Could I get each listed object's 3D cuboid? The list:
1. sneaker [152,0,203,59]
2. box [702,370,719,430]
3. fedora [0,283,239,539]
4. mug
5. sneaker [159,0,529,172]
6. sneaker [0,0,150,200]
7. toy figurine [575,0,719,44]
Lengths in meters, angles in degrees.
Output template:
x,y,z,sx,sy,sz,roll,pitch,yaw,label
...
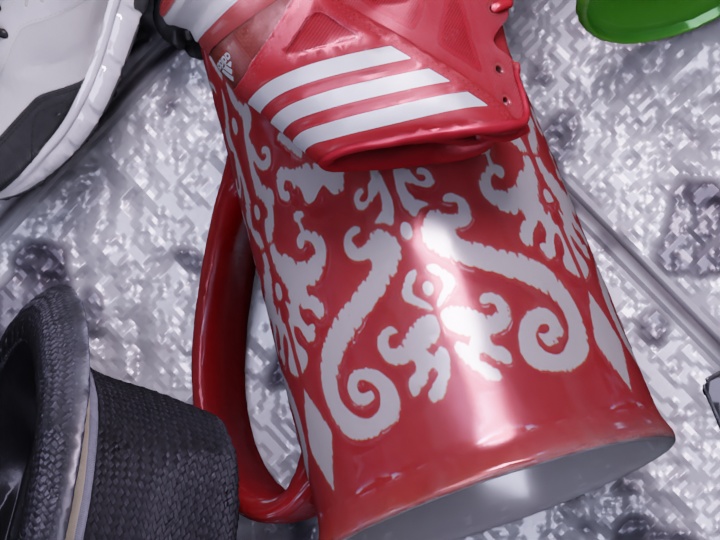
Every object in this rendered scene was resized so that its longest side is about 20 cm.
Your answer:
x,y,z,sx,sy,sz,roll,pitch,yaw,label
-0.012,-0.169,0.927,0.200,0.066,0.091,-44,50,21,sneaker
0.189,0.097,0.779,0.086,0.200,0.165,-24,79,10,box
-0.100,0.109,0.887,0.091,0.200,0.202,12,87,-19,fedora
0.000,-0.003,0.874,0.177,0.133,0.201,-20,77,9,mug
0.037,-0.106,0.819,0.200,0.078,0.116,-40,92,-16,sneaker
-0.117,-0.122,0.917,0.201,0.080,0.074,-61,32,12,sneaker
0.132,-0.213,0.882,0.200,0.150,0.185,-36,62,32,toy figurine
